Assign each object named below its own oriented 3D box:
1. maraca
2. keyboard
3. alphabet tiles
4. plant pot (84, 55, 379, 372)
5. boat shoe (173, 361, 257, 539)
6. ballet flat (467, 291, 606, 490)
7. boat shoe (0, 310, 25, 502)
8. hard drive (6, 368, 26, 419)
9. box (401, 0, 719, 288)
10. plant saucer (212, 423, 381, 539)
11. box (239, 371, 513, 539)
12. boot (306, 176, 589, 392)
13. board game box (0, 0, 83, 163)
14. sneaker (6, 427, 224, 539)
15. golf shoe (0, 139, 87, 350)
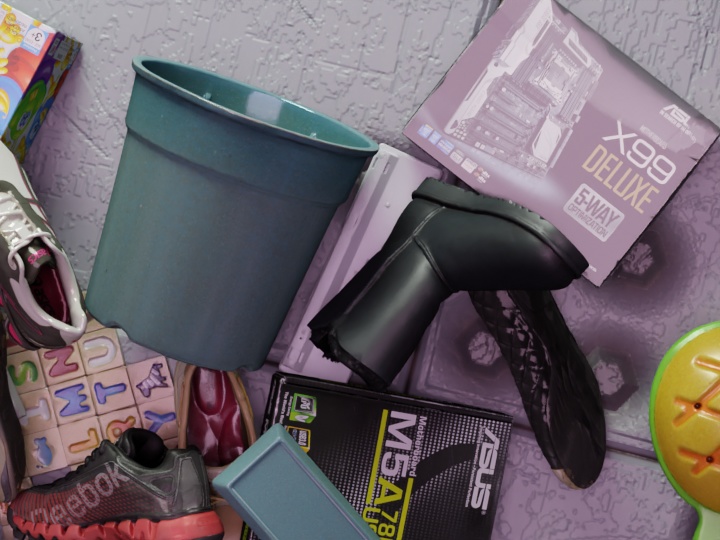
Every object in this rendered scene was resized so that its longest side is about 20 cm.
[{"bbox_3d":[0.295,0.137,1.701,0.137,0.107,0.200,-13,89,4],"label":"maraca"},{"bbox_3d":[0.000,0.000,1.776,0.056,0.011,0.200,24,92,-1],"label":"keyboard"},{"bbox_3d":[-0.228,0.122,1.794,0.167,0.008,0.200,-15,89,5],"label":"alphabet tiles"},{"bbox_3d":[-0.112,-0.038,1.701,0.200,0.200,0.196,21,99,4],"label":"plant pot"},{"bbox_3d":[-0.113,0.157,1.751,0.074,0.066,0.200,-12,89,-4],"label":"boat shoe"},{"bbox_3d":[0.142,0.078,1.750,0.066,0.057,0.200,-20,90,-37],"label":"ballet flat"},{"bbox_3d":[-0.312,0.089,1.726,0.073,0.075,0.200,-7,102,3],"label":"boat shoe"},{"bbox_3d":[-0.386,0.099,1.794,0.200,0.027,0.132,-25,88,6],"label":"hard drive"},{"bbox_3d":[0.158,-0.107,1.741,0.200,0.050,0.158,39,93,4],"label":"box"},{"bbox_3d":[-0.023,0.212,1.692,0.070,0.019,0.200,-42,103,-7],"label":"plant saucer"},{"bbox_3d":[0.007,0.192,1.729,0.193,0.048,0.200,12,90,-12],"label":"box"},{"bbox_3d":[0.062,0.024,1.679,0.168,0.200,0.076,-53,127,-11],"label":"boot"},{"bbox_3d":[-0.317,-0.118,1.754,0.103,0.105,0.200,28,93,4],"label":"board game box"},{"bbox_3d":[-0.194,0.171,1.729,0.200,0.071,0.098,-3,90,34],"label":"sneaker"},{"bbox_3d":[-0.260,-0.033,1.666,0.077,0.088,0.200,-35,106,-23],"label":"golf shoe"}]
